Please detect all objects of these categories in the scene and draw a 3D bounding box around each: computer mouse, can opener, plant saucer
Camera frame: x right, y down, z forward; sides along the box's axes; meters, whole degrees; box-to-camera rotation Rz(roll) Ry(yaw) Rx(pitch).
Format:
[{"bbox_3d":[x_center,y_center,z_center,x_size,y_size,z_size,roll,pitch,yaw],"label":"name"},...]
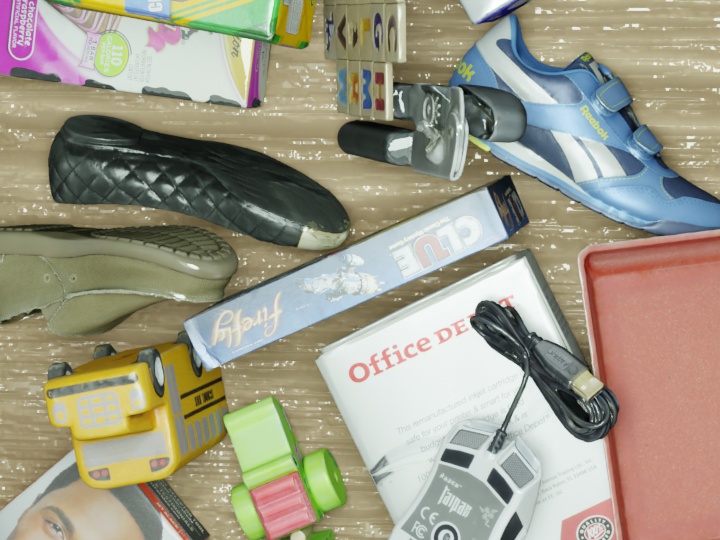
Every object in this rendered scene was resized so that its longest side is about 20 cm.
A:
[{"bbox_3d":[0.073,0.127,1.647,0.109,0.044,0.201,33,104,26],"label":"computer mouse"},{"bbox_3d":[0.043,-0.086,1.656,0.066,0.200,0.054,1,96,-16],"label":"can opener"},{"bbox_3d":[0.228,0.075,1.670,0.199,0.037,0.201,-7,87,-19],"label":"plant saucer"}]

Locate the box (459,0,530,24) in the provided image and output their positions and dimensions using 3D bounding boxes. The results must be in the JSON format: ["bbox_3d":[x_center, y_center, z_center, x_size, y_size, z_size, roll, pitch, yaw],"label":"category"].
[{"bbox_3d":[0.114,-0.274,1.664,0.199,0.105,0.185,-29,89,11],"label":"box"}]

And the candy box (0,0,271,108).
[{"bbox_3d":[-0.153,-0.180,1.735,0.199,0.061,0.137,7,95,7],"label":"candy box"}]

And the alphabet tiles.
[{"bbox_3d":[0.000,-0.174,1.647,0.006,0.200,0.168,-2,95,-13],"label":"alphabet tiles"}]

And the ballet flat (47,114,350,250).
[{"bbox_3d":[-0.100,-0.048,1.745,0.199,0.067,0.057,17,120,11],"label":"ballet flat"}]

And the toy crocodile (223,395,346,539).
[{"bbox_3d":[-0.036,0.178,1.747,0.067,0.062,0.201,-18,92,10],"label":"toy crocodile"}]

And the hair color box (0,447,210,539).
[{"bbox_3d":[-0.205,0.197,1.775,0.200,0.061,0.102,-41,87,9],"label":"hair color box"}]

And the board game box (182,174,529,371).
[{"bbox_3d":[0.000,0.000,1.690,0.199,0.135,0.035,-24,91,10],"label":"board game box"}]

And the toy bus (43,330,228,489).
[{"bbox_3d":[-0.133,0.083,1.683,0.065,0.200,0.079,-9,93,9],"label":"toy bus"}]

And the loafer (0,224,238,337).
[{"bbox_3d":[-0.156,0.007,1.723,0.199,0.076,0.068,5,100,40],"label":"loafer"}]

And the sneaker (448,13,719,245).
[{"bbox_3d":[0.144,-0.082,1.693,0.199,0.074,0.083,30,96,4],"label":"sneaker"}]

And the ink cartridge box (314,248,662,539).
[{"bbox_3d":[0.082,0.105,1.712,0.146,0.083,0.201,-25,91,9],"label":"ink cartridge box"}]

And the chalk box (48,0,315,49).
[{"bbox_3d":[-0.125,-0.209,1.635,0.199,0.124,0.125,10,93,7],"label":"chalk box"}]
